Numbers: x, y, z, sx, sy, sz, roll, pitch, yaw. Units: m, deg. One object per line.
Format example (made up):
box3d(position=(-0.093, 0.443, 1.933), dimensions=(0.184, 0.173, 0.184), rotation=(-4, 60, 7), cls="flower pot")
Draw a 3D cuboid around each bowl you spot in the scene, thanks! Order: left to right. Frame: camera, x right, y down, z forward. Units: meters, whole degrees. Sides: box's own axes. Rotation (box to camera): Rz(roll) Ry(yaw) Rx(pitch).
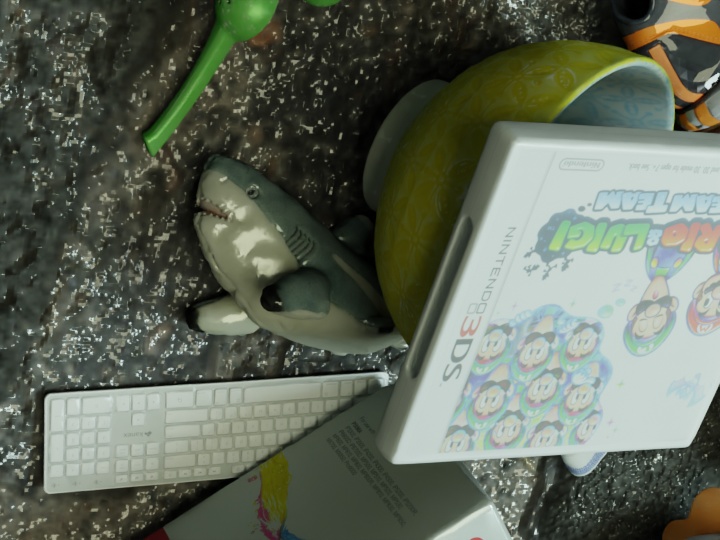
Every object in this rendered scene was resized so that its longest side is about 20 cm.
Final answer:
box3d(position=(0.066, -0.042, 1.009), dimensions=(0.200, 0.107, 0.201), rotation=(-40, 147, -33), cls="bowl")

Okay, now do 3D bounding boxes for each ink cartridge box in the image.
box3d(position=(-0.010, 0.192, 1.049), dimensions=(0.200, 0.145, 0.146), rotation=(-33, 121, -7), cls="ink cartridge box")

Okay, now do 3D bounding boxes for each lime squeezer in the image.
box3d(position=(-0.030, -0.131, 0.990), dimensions=(0.199, 0.038, 0.071), rotation=(-29, 117, -12), cls="lime squeezer")

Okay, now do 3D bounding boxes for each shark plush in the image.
box3d(position=(0.000, 0.000, 1.038), dimensions=(0.199, 0.091, 0.084), rotation=(12, 74, -21), cls="shark plush")

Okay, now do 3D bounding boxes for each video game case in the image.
box3d(position=(0.119, 0.014, 0.947), dimensions=(0.199, 0.024, 0.183), rotation=(0, 122, -34), cls="video game case")

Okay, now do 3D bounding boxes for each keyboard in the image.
box3d(position=(-0.078, 0.089, 1.066), dimensions=(0.199, 0.011, 0.057), rotation=(-3, 110, -22), cls="keyboard")

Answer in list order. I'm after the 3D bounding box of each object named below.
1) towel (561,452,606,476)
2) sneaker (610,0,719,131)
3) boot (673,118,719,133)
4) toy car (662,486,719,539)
box3d(position=(0.142, 0.024, 1.063), dimensions=(0.147, 0.024, 0.200), rotation=(-51, 150, -11), cls="towel")
box3d(position=(0.218, -0.178, 1.055), dimensions=(0.200, 0.078, 0.112), rotation=(-43, 101, -22), cls="sneaker")
box3d(position=(0.260, -0.054, 1.126), dimensions=(0.199, 0.077, 0.156), rotation=(-30, 120, -19), cls="boot")
box3d(position=(0.202, 0.235, 1.180), dimensions=(0.184, 0.176, 0.201), rotation=(18, 72, -40), cls="toy car")
